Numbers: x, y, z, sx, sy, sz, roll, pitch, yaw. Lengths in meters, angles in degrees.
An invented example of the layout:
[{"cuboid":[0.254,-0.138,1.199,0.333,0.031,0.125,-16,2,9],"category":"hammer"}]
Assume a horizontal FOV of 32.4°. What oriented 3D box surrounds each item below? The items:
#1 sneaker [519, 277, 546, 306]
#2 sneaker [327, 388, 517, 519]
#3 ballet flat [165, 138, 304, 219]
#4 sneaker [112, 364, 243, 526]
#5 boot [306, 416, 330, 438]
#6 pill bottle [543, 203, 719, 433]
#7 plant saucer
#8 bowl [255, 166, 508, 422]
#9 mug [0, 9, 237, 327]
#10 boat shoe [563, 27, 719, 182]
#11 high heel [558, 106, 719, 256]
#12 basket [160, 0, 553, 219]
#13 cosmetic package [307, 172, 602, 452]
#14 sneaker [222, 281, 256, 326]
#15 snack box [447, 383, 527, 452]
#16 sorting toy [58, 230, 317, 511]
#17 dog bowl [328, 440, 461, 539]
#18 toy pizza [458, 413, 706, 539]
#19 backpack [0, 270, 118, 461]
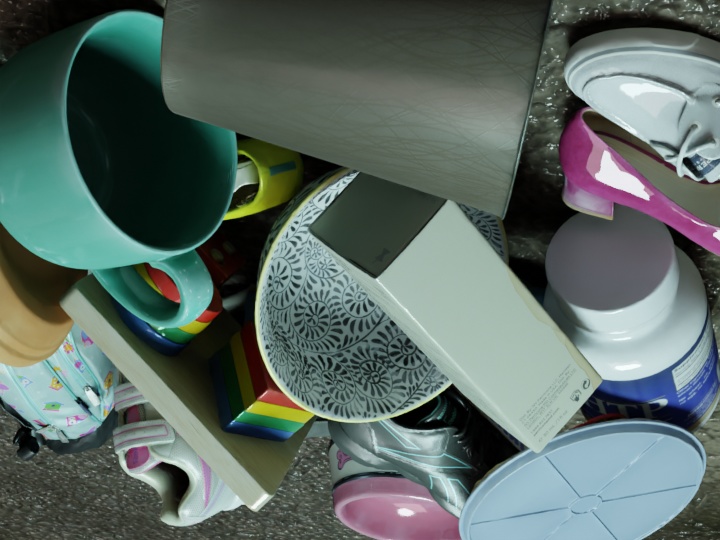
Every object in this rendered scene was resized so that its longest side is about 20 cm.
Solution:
[{"cuboid":[0.094,0.054,1.049,0.095,0.080,0.200,29,145,0],"category":"sneaker"},{"cuboid":[0.073,0.144,0.995,0.199,0.076,0.079,24,137,-12],"category":"sneaker"},{"cuboid":[-0.136,-0.058,0.900,0.199,0.067,0.067,-10,101,26],"category":"ballet flat"},{"cuboid":[-0.159,0.118,0.998,0.081,0.088,0.201,-30,92,44],"category":"sneaker"},{"cuboid":[-0.085,0.121,1.141,0.181,0.073,0.200,17,-163,25],"category":"boot"},{"cuboid":[0.201,0.041,0.927,0.119,0.120,0.200,-3,148,21],"category":"pill bottle"},{"cuboid":[-0.239,-0.035,0.853,0.037,0.201,0.200,-13,146,10],"category":"plant saucer"},{"cuboid":[0.000,0.000,0.902,0.200,0.201,0.094,31,-176,-33],"category":"bowl"},{"cuboid":[-0.170,-0.062,0.792,0.114,0.187,0.152,-9,162,36],"category":"mug"},{"cuboid":[0.216,-0.085,0.755,0.199,0.069,0.072,19,149,-17],"category":"boat shoe"},{"cuboid":[0.227,-0.062,0.802,0.199,0.068,0.096,15,157,12],"category":"high heel"},{"cuboid":[-0.001,-0.124,0.694,0.198,0.137,0.181,11,143,5],"category":"basket"},{"cuboid":[0.065,0.024,0.829,0.200,0.073,0.103,48,173,-35],"category":"cosmetic package"},{"cuboid":[-0.051,0.047,1.056,0.199,0.075,0.090,-12,150,32],"category":"sneaker"},{"cuboid":[0.097,0.139,1.061,0.072,0.024,0.200,-18,131,38],"category":"snack box"},{"cuboid":[-0.103,0.053,0.935,0.070,0.199,0.200,-42,93,13],"category":"sorting toy"},{"cuboid":[0.057,0.245,1.370,0.198,0.074,0.201,7,151,4],"category":"dog bowl"},{"cuboid":[0.170,0.170,0.964,0.199,0.032,0.201,-9,139,-8],"category":"toy pizza"},{"cuboid":[-0.267,0.048,1.065,0.126,0.168,0.200,-13,144,5],"category":"backpack"}]
